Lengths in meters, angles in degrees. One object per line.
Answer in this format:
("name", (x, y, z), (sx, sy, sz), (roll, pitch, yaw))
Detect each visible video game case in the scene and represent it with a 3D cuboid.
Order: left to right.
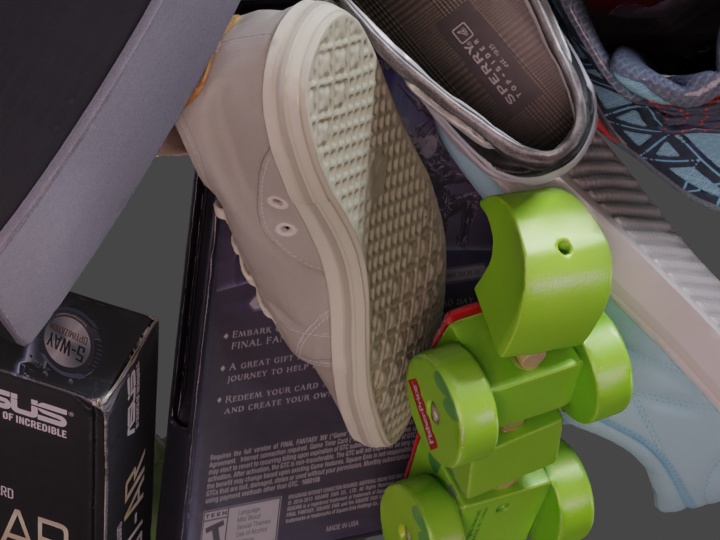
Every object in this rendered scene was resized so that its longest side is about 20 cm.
("video game case", (0.000, 0.000, 0.993), (0.143, 0.019, 0.200), (-7, 112, -39))

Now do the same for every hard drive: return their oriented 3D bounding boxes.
("hard drive", (-0.106, -0.093, 0.849), (0.135, 0.042, 0.200), (25, 78, 11))

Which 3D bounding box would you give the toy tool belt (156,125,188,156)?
("toy tool belt", (-0.139, -0.082, 0.990), (0.200, 0.123, 0.125), (-6, 92, -7))

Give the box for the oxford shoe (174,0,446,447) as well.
("oxford shoe", (-0.015, -0.015, 0.928), (0.058, 0.075, 0.200), (8, 146, 21))

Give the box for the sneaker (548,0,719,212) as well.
("sneaker", (0.098, -0.073, 0.946), (0.079, 0.096, 0.200), (-28, 131, 13))

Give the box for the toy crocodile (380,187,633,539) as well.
("toy crocodile", (0.043, 0.052, 0.973), (0.067, 0.062, 0.200), (-17, 147, -20))

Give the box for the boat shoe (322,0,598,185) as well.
("boat shoe", (0.009, -0.113, 0.898), (0.072, 0.071, 0.200), (-44, 93, -5))

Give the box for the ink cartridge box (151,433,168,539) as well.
("ink cartridge box", (-0.076, 0.124, 1.062), (0.104, 0.059, 0.200), (-33, 102, 14))

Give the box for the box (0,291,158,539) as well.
("box", (-0.167, 0.058, 0.967), (0.200, 0.044, 0.160), (17, 134, 11))

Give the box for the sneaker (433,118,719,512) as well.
("sneaker", (0.075, 0.015, 0.998), (0.082, 0.074, 0.200), (-36, 112, 16))
